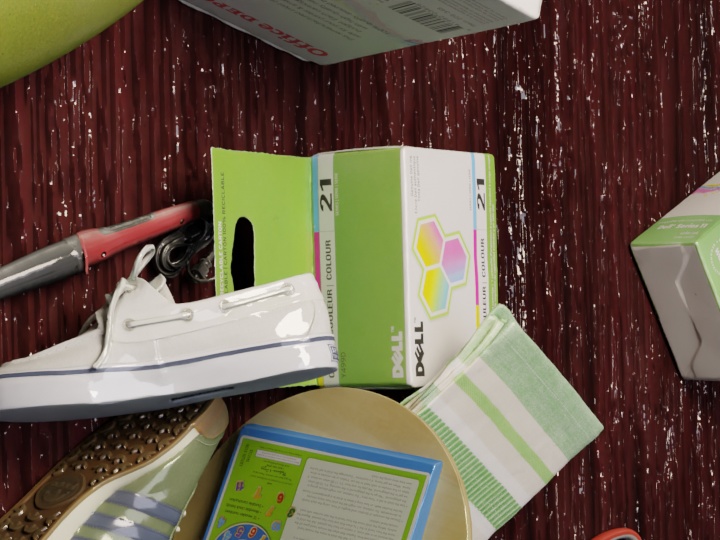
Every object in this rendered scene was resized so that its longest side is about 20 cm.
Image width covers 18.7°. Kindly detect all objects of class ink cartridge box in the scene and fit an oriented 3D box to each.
[{"bbox_3d":[0.000,0.000,1.314,0.200,0.075,0.149,1,87,-56],"label":"ink cartridge box"},{"bbox_3d":[-0.006,-0.193,1.265,0.147,0.200,0.086,23,73,-37],"label":"ink cartridge box"},{"bbox_3d":[0.298,-0.018,1.603,0.200,0.067,0.118,-37,111,-35],"label":"ink cartridge box"}]

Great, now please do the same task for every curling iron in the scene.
[{"bbox_3d":[-0.154,-0.002,1.244,0.199,0.025,0.050,-15,96,-39],"label":"curling iron"}]

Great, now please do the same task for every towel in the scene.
[{"bbox_3d":[0.045,0.126,1.331,0.200,0.023,0.153,-43,137,-2],"label":"towel"}]

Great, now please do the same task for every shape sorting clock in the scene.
[{"bbox_3d":[-0.025,0.164,1.234,0.039,0.199,0.201,39,63,-52],"label":"shape sorting clock"}]

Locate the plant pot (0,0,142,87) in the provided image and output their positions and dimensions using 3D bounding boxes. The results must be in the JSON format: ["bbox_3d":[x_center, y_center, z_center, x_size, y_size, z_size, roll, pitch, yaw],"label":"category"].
[{"bbox_3d":[-0.191,-0.180,1.142,0.200,0.186,0.188,-18,100,-54],"label":"plant pot"}]

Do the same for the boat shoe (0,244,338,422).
[{"bbox_3d":[-0.117,0.031,1.212,0.201,0.075,0.087,-10,79,-5],"label":"boat shoe"}]

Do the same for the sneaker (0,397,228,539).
[{"bbox_3d":[-0.141,0.153,1.230,0.200,0.067,0.090,-41,122,-34],"label":"sneaker"}]

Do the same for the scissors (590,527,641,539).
[{"bbox_3d":[0.128,0.235,1.485,0.199,0.014,0.074,-18,102,-38],"label":"scissors"}]
